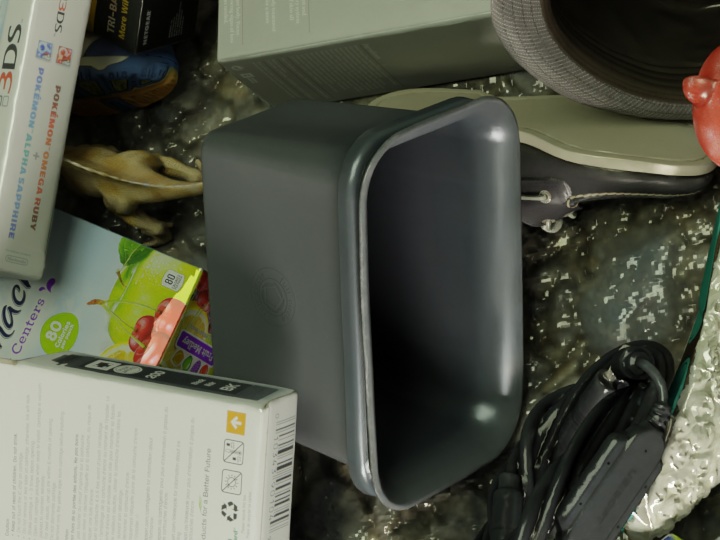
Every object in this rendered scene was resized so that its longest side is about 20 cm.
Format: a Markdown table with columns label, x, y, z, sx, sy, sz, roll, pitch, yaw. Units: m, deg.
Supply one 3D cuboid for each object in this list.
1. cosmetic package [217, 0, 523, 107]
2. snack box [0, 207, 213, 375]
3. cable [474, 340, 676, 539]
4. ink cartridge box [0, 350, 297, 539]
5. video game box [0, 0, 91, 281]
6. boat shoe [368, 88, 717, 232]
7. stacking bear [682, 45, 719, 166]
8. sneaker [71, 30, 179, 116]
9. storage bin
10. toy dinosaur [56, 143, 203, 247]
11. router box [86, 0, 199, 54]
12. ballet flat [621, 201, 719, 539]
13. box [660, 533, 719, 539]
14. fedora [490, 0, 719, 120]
| label | x | y | z | sx | sy | sz | roll | pitch | yaw |
| --- | --- | --- | --- | --- | --- | --- | --- | --- | --- |
| cosmetic package | 0.025 | -0.163 | 1.652 | 0.199 | 0.090 | 0.107 | -5 | 70 | 20 |
| snack box | -0.183 | 0.069 | 1.678 | 0.168 | 0.068 | 0.200 | 23 | 82 | 29 |
| cable | 0.088 | 0.117 | 1.494 | 0.051 | 0.163 | 0.200 | 31 | 95 | -10 |
| ink cartridge box | -0.130 | 0.146 | 1.558 | 0.199 | 0.043 | 0.199 | 9 | 102 | 27 |
| video game box | -0.239 | -0.093 | 1.683 | 0.200 | 0.047 | 0.183 | 5 | 81 | 45 |
| boat shoe | 0.099 | -0.055 | 1.608 | 0.199 | 0.073 | 0.063 | 7 | 119 | 21 |
| stacking bear | 0.263 | -0.078 | 1.489 | 0.199 | 0.121 | 0.114 | 8 | 83 | 25 |
| sneaker | -0.196 | -0.141 | 1.751 | 0.199 | 0.075 | 0.088 | 2 | 73 | 25 |
| storage bin | 0.000 | 0.000 | 1.556 | 0.134 | 0.145 | 0.201 | 16 | 117 | 37 |
| toy dinosaur | -0.131 | -0.049 | 1.672 | 0.200 | 0.101 | 0.058 | 16 | 86 | 34 |
| router box | -0.152 | -0.245 | 1.684 | 0.157 | 0.052 | 0.201 | 28 | 122 | 33 |
| ballet flat | 0.190 | 0.048 | 1.517 | 0.072 | 0.072 | 0.201 | 13 | 79 | 28 |
| box | 0.132 | 0.226 | 1.492 | 0.200 | 0.048 | 0.122 | -37 | 62 | 10 |
| fedora | 0.159 | -0.169 | 1.548 | 0.177 | 0.200 | 0.090 | -58 | 27 | 33 |
